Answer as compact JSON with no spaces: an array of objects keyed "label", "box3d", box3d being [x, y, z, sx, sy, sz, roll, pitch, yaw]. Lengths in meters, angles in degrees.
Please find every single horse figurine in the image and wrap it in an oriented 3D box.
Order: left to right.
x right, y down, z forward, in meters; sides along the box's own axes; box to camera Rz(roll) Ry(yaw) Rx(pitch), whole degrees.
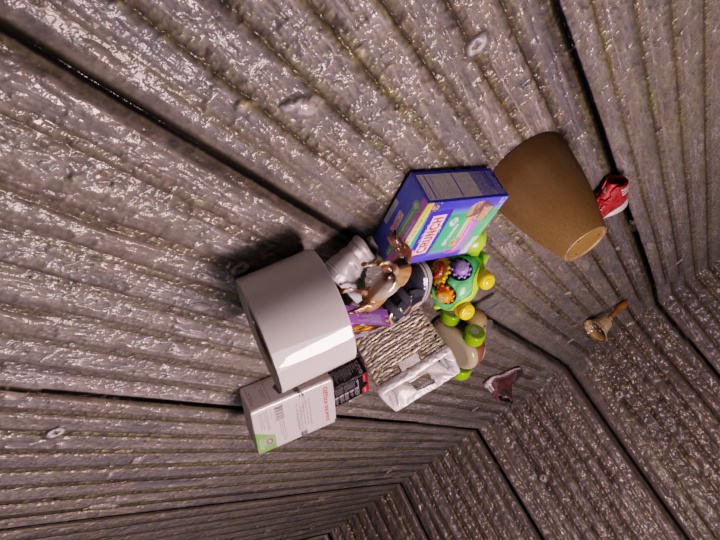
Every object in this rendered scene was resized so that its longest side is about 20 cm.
[{"label":"horse figurine","box3d":[0.034,0.020,1.099,0.131,0.050,0.201,3,133,-49]}]

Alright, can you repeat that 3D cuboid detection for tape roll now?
[{"label":"tape roll","box3d":[-0.109,0.082,1.041,0.137,0.204,0.204,-22,151,-14]}]

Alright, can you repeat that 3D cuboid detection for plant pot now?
[{"label":"plant pot","box3d":[0.371,-0.124,1.192,0.184,0.201,0.187,-24,152,-14]}]

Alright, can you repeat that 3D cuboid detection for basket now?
[{"label":"basket","box3d":[0.113,0.211,1.512,0.196,0.162,0.200,-31,151,0]}]

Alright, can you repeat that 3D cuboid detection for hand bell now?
[{"label":"hand bell","box3d":[0.972,0.178,2.414,0.199,0.104,0.105,-35,154,-18]}]

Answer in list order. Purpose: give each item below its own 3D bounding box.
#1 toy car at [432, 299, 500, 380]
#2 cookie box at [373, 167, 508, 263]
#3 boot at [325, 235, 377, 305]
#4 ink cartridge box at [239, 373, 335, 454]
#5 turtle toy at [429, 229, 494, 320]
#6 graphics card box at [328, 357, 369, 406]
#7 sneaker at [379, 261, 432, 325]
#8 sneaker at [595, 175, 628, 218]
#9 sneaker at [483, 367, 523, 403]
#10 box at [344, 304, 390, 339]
[{"label":"toy car","box3d":[0.299,0.158,1.644,0.198,0.158,0.166,-26,144,-33]},{"label":"cookie box","box3d":[0.145,-0.098,1.142,0.197,0.076,0.172,-10,147,-34]},{"label":"boot","box3d":[0.000,0.000,1.162,0.096,0.074,0.200,-45,163,-2]},{"label":"ink cartridge box","box3d":[-0.164,0.311,1.435,0.197,0.084,0.147,-19,130,-21]},{"label":"turtle toy","box3d":[0.204,-0.005,1.303,0.100,0.146,0.202,24,104,-31]},{"label":"graphics card box","box3d":[-0.075,0.310,1.601,0.198,0.051,0.126,-26,151,-12]},{"label":"sneaker","box3d":[0.084,0.059,1.329,0.079,0.079,0.201,-18,151,-34]},{"label":"sneaker","box3d":[0.553,-0.157,1.474,0.199,0.078,0.116,-39,145,-12]},{"label":"sneaker","box3d":[0.570,0.451,2.395,0.197,0.116,0.076,-13,148,-30]},{"label":"box","box3d":[-0.056,0.124,1.271,0.198,0.040,0.136,-26,158,35]}]
